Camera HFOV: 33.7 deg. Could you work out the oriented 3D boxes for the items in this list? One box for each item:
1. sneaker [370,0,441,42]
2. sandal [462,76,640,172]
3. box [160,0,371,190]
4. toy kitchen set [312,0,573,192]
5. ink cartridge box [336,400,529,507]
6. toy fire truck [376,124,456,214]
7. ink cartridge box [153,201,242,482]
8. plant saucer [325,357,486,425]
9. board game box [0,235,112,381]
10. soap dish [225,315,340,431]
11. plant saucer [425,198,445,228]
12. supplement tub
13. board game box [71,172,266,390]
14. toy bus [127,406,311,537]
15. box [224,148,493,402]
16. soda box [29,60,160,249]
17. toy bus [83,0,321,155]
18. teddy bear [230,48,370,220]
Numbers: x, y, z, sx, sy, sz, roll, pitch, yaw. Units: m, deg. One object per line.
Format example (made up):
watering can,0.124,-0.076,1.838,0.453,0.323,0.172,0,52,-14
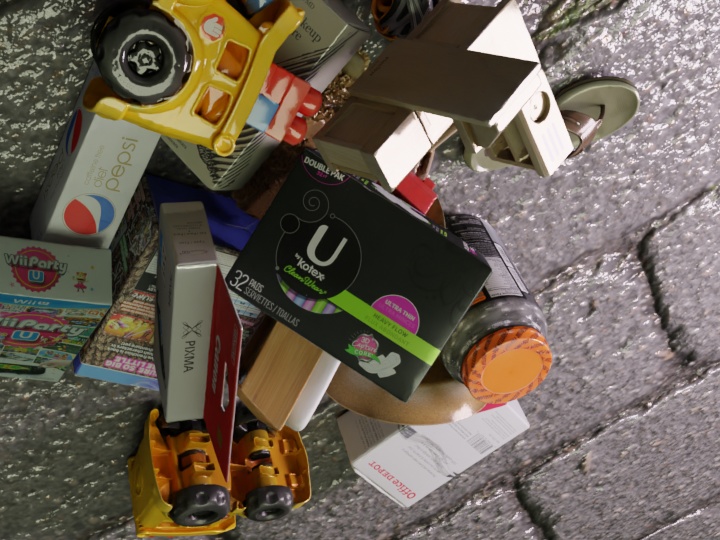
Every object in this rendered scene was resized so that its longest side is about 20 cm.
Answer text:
sneaker,0.049,-0.233,1.120,0.077,0.078,0.201,-15,123,-9
sandal,0.209,-0.143,1.274,0.200,0.057,0.080,-22,135,-2
box,-0.088,-0.171,1.091,0.200,0.082,0.068,-49,168,17
toy kitchen set,0.106,-0.107,1.030,0.200,0.163,0.181,-48,131,-20
ink cartridge box,0.090,0.194,1.510,0.199,0.084,0.145,-35,134,11
toy fire truck,0.054,-0.101,1.221,0.049,0.141,0.200,41,148,-12
ink cartridge box,-0.154,0.068,1.096,0.044,0.177,0.201,-5,131,-18
plant saucer,0.051,0.109,1.348,0.199,0.200,0.036,-3,115,-19
board game box,-0.341,0.039,1.158,0.147,0.065,0.200,8,150,-27
soap dish,-0.063,0.065,1.244,0.081,0.157,0.201,30,82,-10
plant saucer,0.047,0.017,1.258,0.031,0.201,0.201,8,128,-13
supplement tub,0.128,0.042,1.307,0.122,0.201,0.123,-11,134,-12
board game box,-0.190,0.022,1.232,0.159,0.097,0.200,16,122,-33
toy bus,-0.185,0.263,1.441,0.199,0.136,0.192,5,141,-29
box,0.000,0.000,1.102,0.199,0.124,0.149,32,97,0
soda box,-0.249,-0.097,1.126,0.068,0.064,0.201,12,125,-30
toy bus,-0.113,-0.195,0.985,0.191,0.136,0.201,23,99,-19
teddy bear,-0.051,-0.137,1.179,0.144,0.067,0.201,16,115,-38
